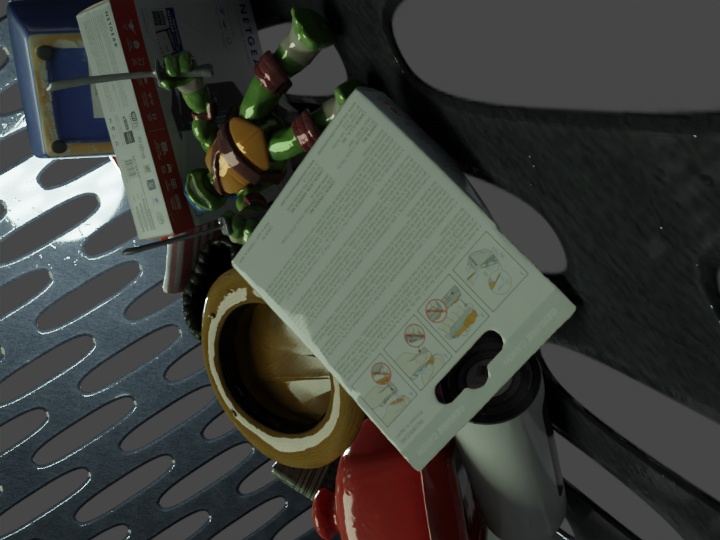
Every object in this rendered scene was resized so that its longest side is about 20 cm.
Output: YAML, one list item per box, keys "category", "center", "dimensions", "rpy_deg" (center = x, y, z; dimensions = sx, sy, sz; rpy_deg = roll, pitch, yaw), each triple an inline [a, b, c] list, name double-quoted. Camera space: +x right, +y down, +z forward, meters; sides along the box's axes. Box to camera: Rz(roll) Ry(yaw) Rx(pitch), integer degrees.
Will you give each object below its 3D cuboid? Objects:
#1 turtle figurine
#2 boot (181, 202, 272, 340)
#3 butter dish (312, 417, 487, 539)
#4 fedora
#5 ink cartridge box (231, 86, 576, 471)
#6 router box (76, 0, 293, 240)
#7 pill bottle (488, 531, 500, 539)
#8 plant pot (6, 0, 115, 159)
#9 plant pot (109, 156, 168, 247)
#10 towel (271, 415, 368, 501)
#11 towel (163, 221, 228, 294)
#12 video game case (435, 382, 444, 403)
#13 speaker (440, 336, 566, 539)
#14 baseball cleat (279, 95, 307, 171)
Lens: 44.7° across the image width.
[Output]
- category: "turtle figurine"
  center: [-0.098, -0.101, 0.663]
  dimensions: [0.199, 0.193, 0.145]
  rpy_deg: [25, -140, -45]
- category: "boot"
  center: [-0.107, -0.022, 0.916]
  dimensions: [0.157, 0.079, 0.214]
  rpy_deg: [19, -115, -53]
- category: "butter dish"
  center: [0.028, 0.210, 0.777]
  dimensions: [0.200, 0.146, 0.202]
  rpy_deg: [-47, -53, -73]
- category: "fedora"
  center: [-0.057, 0.077, 0.788]
  dimensions: [0.199, 0.081, 0.203]
  rpy_deg: [15, 115, 36]
- category: "ink cartridge box"
  center: [0.024, 0.004, 0.590]
  dimensions: [0.200, 0.163, 0.057]
  rpy_deg: [44, -156, 10]
- category: "router box"
  center: [-0.152, -0.148, 0.812]
  dimensions: [0.048, 0.179, 0.202]
  rpy_deg: [-7, 102, 36]
- category: "pill bottle"
  center: [0.140, 0.341, 1.121]
  dimensions: [0.113, 0.112, 0.200]
  rpy_deg: [56, 170, 15]
- category: "plant pot"
  center: [-0.269, -0.233, 0.928]
  dimensions: [0.181, 0.197, 0.202]
  rpy_deg: [-110, 21, -45]
- category: "plant pot"
  center: [-0.244, -0.161, 1.351]
  dimensions: [0.176, 0.199, 0.201]
  rpy_deg: [15, 137, 60]
- category: "towel"
  center: [0.021, 0.194, 0.937]
  dimensions: [0.191, 0.200, 0.035]
  rpy_deg: [28, 129, 3]
- category: "towel"
  center: [-0.150, -0.057, 0.935]
  dimensions: [0.200, 0.030, 0.148]
  rpy_deg: [-14, -68, -68]
- category: "video game case"
  center: [0.020, 0.006, 0.708]
  dimensions: [0.181, 0.035, 0.203]
  rpy_deg: [149, 110, -85]
- category: "speaker"
  center: [0.120, 0.146, 0.718]
  dimensions: [0.081, 0.081, 0.201]
  rpy_deg: [49, 166, 44]
- category: "baseball cleat"
  center: [-0.114, -0.178, 0.951]
  dimensions: [0.201, 0.069, 0.107]
  rpy_deg: [57, 170, 17]
